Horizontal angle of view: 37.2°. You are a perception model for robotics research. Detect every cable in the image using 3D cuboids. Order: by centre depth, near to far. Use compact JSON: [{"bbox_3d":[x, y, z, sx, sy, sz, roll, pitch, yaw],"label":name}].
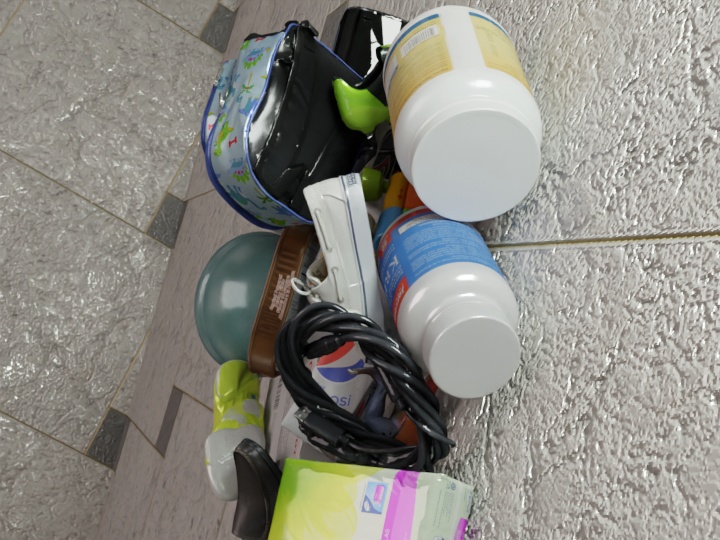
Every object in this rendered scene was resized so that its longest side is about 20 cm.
[{"bbox_3d":[0.007,0.113,0.997,0.199,0.051,0.165,20,124,34],"label":"cable"}]

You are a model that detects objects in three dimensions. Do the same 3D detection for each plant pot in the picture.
[{"bbox_3d":[-0.105,0.052,1.431,0.134,0.199,0.202,9,81,56],"label":"plant pot"}]

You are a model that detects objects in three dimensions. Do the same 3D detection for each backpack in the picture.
[{"bbox_3d":[-0.091,-0.152,1.227,0.146,0.183,0.202,-6,58,43],"label":"backpack"}]

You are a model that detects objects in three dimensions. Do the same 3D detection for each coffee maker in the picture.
[{"bbox_3d":[0.015,-0.240,1.435,0.192,0.134,0.202,-2,71,61],"label":"coffee maker"}]

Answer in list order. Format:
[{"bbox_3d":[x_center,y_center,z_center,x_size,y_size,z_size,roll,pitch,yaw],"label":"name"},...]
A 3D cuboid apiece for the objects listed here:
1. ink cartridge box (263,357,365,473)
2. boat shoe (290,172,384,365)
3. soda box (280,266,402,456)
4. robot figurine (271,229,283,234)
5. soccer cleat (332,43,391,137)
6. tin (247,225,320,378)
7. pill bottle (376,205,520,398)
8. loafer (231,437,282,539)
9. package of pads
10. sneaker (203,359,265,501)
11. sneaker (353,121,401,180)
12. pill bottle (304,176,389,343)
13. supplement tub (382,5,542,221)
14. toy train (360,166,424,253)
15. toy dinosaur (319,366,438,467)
[{"bbox_3d":[-0.058,0.190,1.305,0.200,0.082,0.148,145,138,-64],"label":"ink cartridge box"},{"bbox_3d":[-0.026,0.007,1.062,0.075,0.085,0.204,-102,2,-63],"label":"boat shoe"},{"bbox_3d":[-0.004,0.098,1.157,0.201,0.063,0.068,-59,-12,2],"label":"soda box"},{"bbox_3d":[-0.081,-0.099,1.442,0.169,0.199,0.114,25,93,62],"label":"robot figurine"},{"bbox_3d":[0.064,-0.221,1.183,0.199,0.082,0.068,-27,19,-4],"label":"soccer cleat"},{"bbox_3d":[-0.088,0.032,1.298,0.112,0.041,0.202,46,-121,-83],"label":"tin"},{"bbox_3d":[0.082,0.028,0.990,0.200,0.111,0.113,-108,39,-62],"label":"pill bottle"},{"bbox_3d":[-0.117,0.291,1.253,0.073,0.072,0.202,16,127,51],"label":"loafer"},{"bbox_3d":[0.000,0.260,0.980,0.199,0.068,0.156,-3,67,42],"label":"package of pads"},{"bbox_3d":[-0.156,0.218,1.363,0.106,0.075,0.201,96,176,-49],"label":"sneaker"},{"bbox_3d":[0.051,-0.130,1.308,0.200,0.080,0.075,124,140,-58],"label":"sneaker"},{"bbox_3d":[0.000,0.000,1.265,0.111,0.110,0.201,-103,35,-58],"label":"pill bottle"},{"bbox_3d":[0.099,-0.156,1.058,0.201,0.143,0.145,-95,29,-52],"label":"supplement tub"},{"bbox_3d":[0.050,-0.091,1.164,0.085,0.114,0.201,93,-172,-47],"label":"toy train"},{"bbox_3d":[0.024,0.187,1.070,0.199,0.104,0.184,-11,81,59],"label":"toy dinosaur"}]
